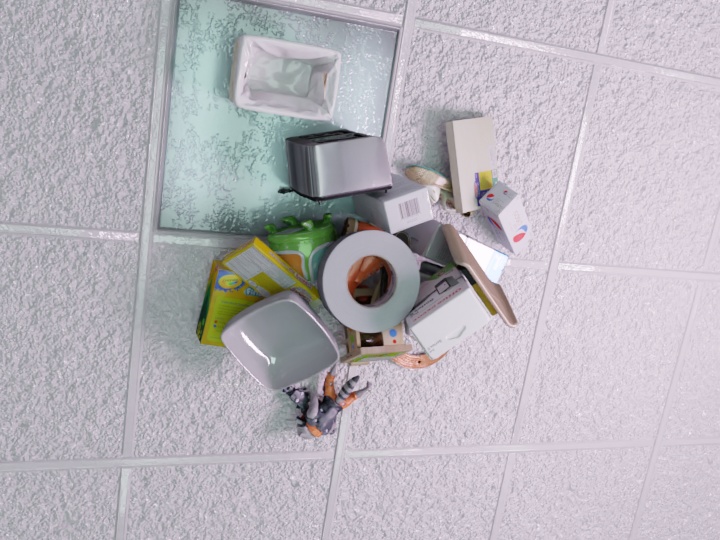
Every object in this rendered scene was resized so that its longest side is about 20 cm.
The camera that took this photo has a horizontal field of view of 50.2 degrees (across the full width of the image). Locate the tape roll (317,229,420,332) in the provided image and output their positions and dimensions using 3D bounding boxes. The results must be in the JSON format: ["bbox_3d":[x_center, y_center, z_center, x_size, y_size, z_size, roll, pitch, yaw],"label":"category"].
[{"bbox_3d":[0.015,0.020,1.527,0.198,0.066,0.203,-1,92,-14],"label":"tape roll"}]

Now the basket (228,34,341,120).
[{"bbox_3d":[-0.154,-0.375,1.492,0.198,0.123,0.137,4,105,-23],"label":"basket"}]

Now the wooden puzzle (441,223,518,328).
[{"bbox_3d":[0.238,0.012,1.574,0.037,0.185,0.200,-37,114,14],"label":"wooden puzzle"}]

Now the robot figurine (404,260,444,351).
[{"bbox_3d":[0.154,0.082,1.731,0.169,0.112,0.202,-30,129,-41],"label":"robot figurine"}]

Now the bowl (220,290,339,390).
[{"bbox_3d":[-0.159,0.133,1.565,0.199,0.075,0.200,-26,121,20],"label":"bowl"}]

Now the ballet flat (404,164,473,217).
[{"bbox_3d":[0.182,-0.171,1.711,0.199,0.070,0.066,20,70,-24],"label":"ballet flat"}]

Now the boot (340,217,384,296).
[{"bbox_3d":[0.000,0.000,1.590,0.106,0.075,0.202,12,98,-13],"label":"boot"}]

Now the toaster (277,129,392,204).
[{"bbox_3d":[-0.056,-0.212,1.552,0.198,0.181,0.120,-12,107,-18],"label":"toaster"}]

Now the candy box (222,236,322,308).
[{"bbox_3d":[-0.173,0.019,1.548,0.102,0.027,0.200,-28,123,34],"label":"candy box"}]

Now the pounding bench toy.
[{"bbox_3d":[0.011,0.123,1.719,0.123,0.200,0.158,-1,75,-23],"label":"pounding bench toy"}]

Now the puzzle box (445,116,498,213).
[{"bbox_3d":[0.251,-0.236,1.704,0.132,0.025,0.202,-14,101,-39],"label":"puzzle box"}]

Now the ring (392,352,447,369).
[{"bbox_3d":[0.142,0.138,1.826,0.198,0.019,0.203,-6,108,-19],"label":"ring"}]

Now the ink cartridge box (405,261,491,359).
[{"bbox_3d":[0.166,0.078,1.554,0.145,0.200,0.084,-35,104,5],"label":"ink cartridge box"}]

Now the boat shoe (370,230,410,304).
[{"bbox_3d":[0.077,0.005,1.630,0.073,0.065,0.202,19,71,-22],"label":"boat shoe"}]

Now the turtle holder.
[{"bbox_3d":[-0.116,-0.047,1.608,0.139,0.186,0.133,-8,101,8],"label":"turtle holder"}]

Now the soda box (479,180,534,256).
[{"bbox_3d":[0.335,-0.116,1.747,0.068,0.064,0.200,-45,147,-3],"label":"soda box"}]

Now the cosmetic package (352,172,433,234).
[{"bbox_3d":[0.061,-0.144,1.604,0.101,0.200,0.072,-20,112,-14],"label":"cosmetic package"}]

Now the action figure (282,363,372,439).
[{"bbox_3d":[-0.090,0.294,1.739,0.200,0.104,0.194,38,84,-26],"label":"action figure"}]

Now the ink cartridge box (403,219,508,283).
[{"bbox_3d":[0.207,-0.048,1.721,0.199,0.145,0.084,23,96,-25],"label":"ink cartridge box"}]

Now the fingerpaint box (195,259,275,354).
[{"bbox_3d":[-0.232,0.081,1.631,0.198,0.073,0.168,10,103,-24],"label":"fingerpaint box"}]
